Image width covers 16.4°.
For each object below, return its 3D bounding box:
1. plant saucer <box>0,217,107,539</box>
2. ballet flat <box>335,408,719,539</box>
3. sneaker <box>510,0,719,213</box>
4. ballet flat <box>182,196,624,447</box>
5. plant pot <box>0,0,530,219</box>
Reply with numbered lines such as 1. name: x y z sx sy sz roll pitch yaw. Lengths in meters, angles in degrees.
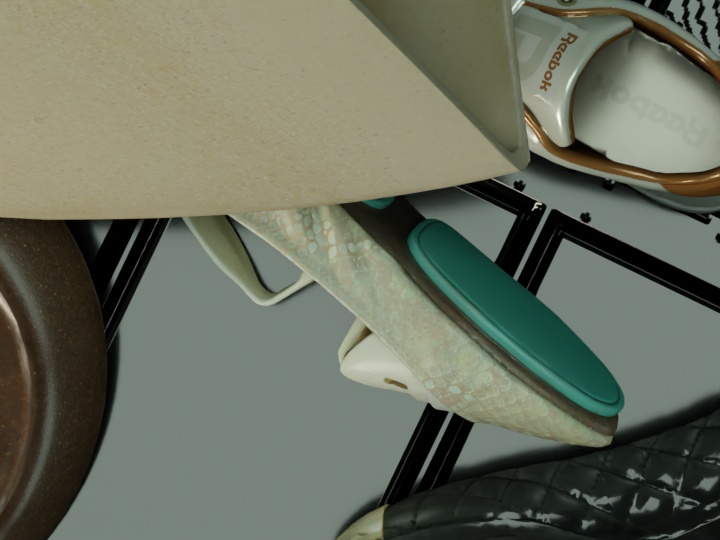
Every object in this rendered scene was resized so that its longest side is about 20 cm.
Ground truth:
1. plant saucer: -0.182 0.038 0.815 0.200 0.034 0.201 -2 106 -7
2. ballet flat: 0.086 0.080 0.836 0.200 0.057 0.067 -13 132 3
3. sneaker: 0.045 -0.081 0.814 0.200 0.085 0.073 23 92 6
4. ballet flat: 0.000 0.000 0.833 0.200 0.067 0.062 44 111 8
5. plant pot: -0.081 -0.124 0.746 0.177 0.200 0.200 -21 56 23
